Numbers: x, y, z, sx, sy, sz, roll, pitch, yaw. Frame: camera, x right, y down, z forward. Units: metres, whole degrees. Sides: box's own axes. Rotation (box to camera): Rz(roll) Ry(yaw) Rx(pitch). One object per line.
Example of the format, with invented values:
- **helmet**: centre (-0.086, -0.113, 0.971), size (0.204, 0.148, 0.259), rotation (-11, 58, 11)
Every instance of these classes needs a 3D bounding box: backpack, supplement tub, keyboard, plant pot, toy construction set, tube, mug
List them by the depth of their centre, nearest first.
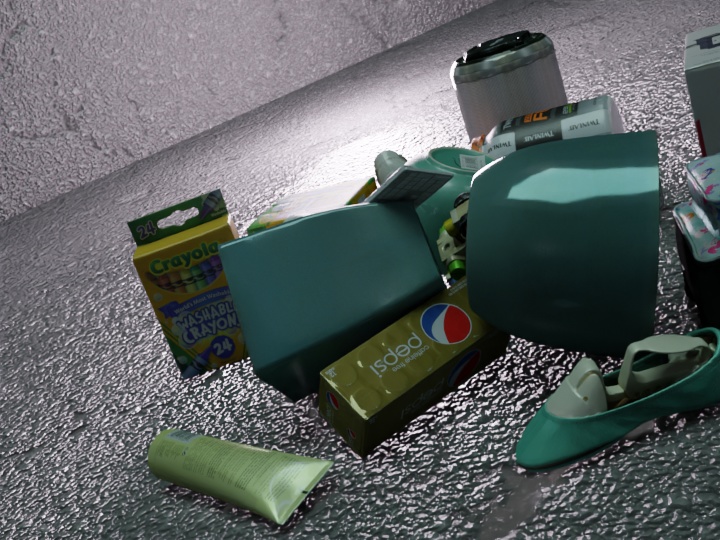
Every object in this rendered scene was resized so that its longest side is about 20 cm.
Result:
- **backpack**: centre (0.389, -0.042, 0.854), size (0.197, 0.153, 0.178), rotation (-10, 20, 13)
- **plant pot**: centre (0.178, -0.024, 0.860), size (0.158, 0.204, 0.201), rotation (2, 24, 13)
- **tube**: centre (-0.119, 0.188, 0.887), size (0.198, 0.059, 0.052), rotation (2, -13, 40)
- **plant pot**: centre (-0.017, 0.019, 0.979), size (0.198, 0.143, 0.141), rotation (-23, -22, 5)
- **keyboard**: centre (0.022, -0.058, 0.986), size (0.055, 0.011, 0.200), rotation (10, -25, -24)
- **toy construction set**: centre (0.161, -0.044, 1.006), size (0.200, 0.131, 0.092), rotation (-41, 34, 7)
- **mug**: centre (0.101, -0.083, 1.131), size (0.151, 0.116, 0.184), rotation (-16, 35, -41)
- **supplement tub**: centre (0.258, -0.157, 1.310), size (0.197, 0.124, 0.123), rotation (-11, 21, 24)

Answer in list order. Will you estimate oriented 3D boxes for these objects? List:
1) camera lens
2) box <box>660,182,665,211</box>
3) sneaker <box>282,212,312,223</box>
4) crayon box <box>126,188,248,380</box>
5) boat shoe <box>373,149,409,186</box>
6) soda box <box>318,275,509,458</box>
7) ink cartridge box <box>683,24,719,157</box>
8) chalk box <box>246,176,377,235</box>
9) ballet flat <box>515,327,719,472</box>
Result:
- **camera lens**: centre (0.232, -0.246, 1.443), size (0.158, 0.203, 0.160), rotation (-18, 16, 5)
- **box**: centre (0.272, -0.058, 1.128), size (0.115, 0.061, 0.200), rotation (-5, 25, 37)
- **sneaker**: centre (0.000, 0.000, 1.106), size (0.129, 0.199, 0.080), rotation (18, 74, 41)
- **crayon box**: centre (-0.193, 0.019, 1.167), size (0.124, 0.203, 0.052), rotation (-19, 19, 1)
- **boat shoe**: centre (0.061, -0.115, 1.331), size (0.070, 0.070, 0.200), rotation (-32, -19, 9)
- **soda box**: centre (0.055, 0.087, 0.912), size (0.199, 0.065, 0.068), rotation (-32, 57, -28)
- **ink cartridge box**: centre (0.476, -0.227, 1.245), size (0.083, 0.147, 0.200), rotation (-10, 21, 24)
- **chalk box**: centre (-0.067, -0.033, 1.300), size (0.197, 0.126, 0.124), rotation (-11, 21, 27)
- **ballet flat**: centre (0.208, 0.094, 0.768), size (0.197, 0.071, 0.067), rotation (-21, 20, -1)
